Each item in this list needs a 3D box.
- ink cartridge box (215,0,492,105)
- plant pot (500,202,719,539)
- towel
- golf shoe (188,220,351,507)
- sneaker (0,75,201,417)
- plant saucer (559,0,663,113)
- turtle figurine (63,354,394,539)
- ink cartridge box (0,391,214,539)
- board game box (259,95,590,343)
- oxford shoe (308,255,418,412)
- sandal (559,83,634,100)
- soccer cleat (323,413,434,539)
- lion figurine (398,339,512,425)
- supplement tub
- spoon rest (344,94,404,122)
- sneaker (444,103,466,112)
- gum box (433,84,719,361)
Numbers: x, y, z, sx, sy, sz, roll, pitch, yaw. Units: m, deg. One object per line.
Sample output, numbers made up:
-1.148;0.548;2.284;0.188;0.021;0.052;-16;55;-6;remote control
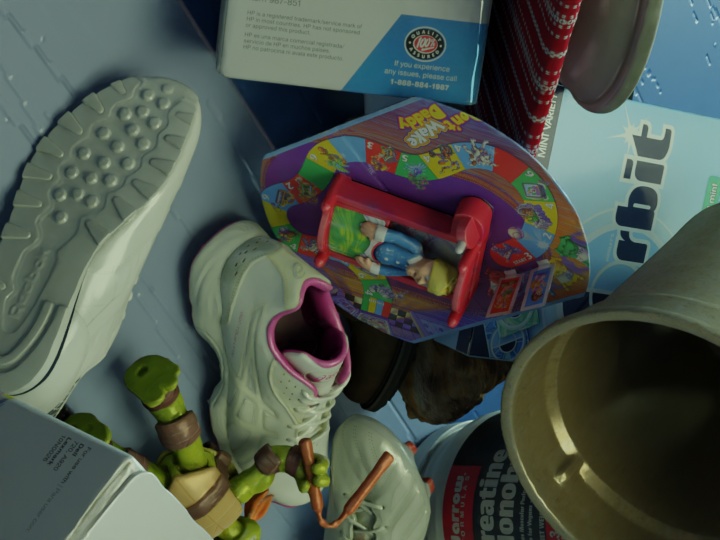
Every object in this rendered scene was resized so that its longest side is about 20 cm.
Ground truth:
0.003;-0.202;1.113;0.144;0.084;0.201;6;104;-7;ink cartridge box
0.211;0.059;1.180;0.184;0.200;0.201;-47;135;-45;plant pot
0.090;-0.141;1.118;0.022;0.145;0.201;0;134;-11;towel
-0.044;0.069;1.212;0.075;0.091;0.201;-38;131;-32;golf shoe
-0.146;-0.013;1.099;0.200;0.076;0.081;-59;154;-11;sneaker
0.121;-0.190;1.150;0.050;0.200;0.201;0;108;-11;plant saucer
-0.093;0.120;1.189;0.200;0.064;0.161;-31;127;6;turtle figurine
-0.163;0.133;1.027;0.084;0.200;0.145;-53;135;-18;ink cartridge box
0.027;-0.013;1.144;0.158;0.200;0.039;50;46;-25;board game box
0.000;0.000;1.259;0.084;0.073;0.201;2;121;-8;oxford shoe
0.144;-0.060;1.381;0.048;0.075;0.201;16;92;-75;sandal
0.004;0.176;1.302;0.078;0.069;0.201;-42;145;-33;soccer cleat
0.111;0.021;1.323;0.199;0.072;0.123;-16;97;0;lion figurine
0.133;0.161;1.331;0.140;0.200;0.141;4;84;-39;supplement tub
0.009;-0.166;1.189;0.099;0.061;0.201;-9;118;-8;spoon rest
0.078;-0.115;1.280;0.074;0.079;0.200;-50;136;-24;sneaker
0.154;-0.023;1.272;0.199;0.045;0.171;7;98;-32;gum box
